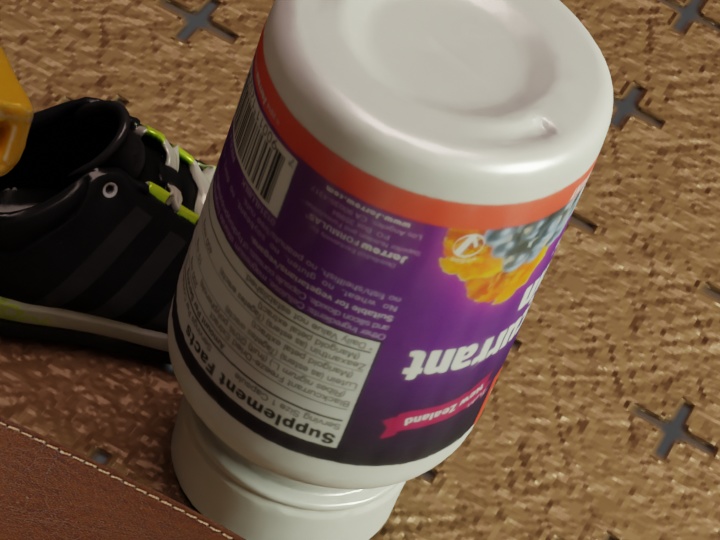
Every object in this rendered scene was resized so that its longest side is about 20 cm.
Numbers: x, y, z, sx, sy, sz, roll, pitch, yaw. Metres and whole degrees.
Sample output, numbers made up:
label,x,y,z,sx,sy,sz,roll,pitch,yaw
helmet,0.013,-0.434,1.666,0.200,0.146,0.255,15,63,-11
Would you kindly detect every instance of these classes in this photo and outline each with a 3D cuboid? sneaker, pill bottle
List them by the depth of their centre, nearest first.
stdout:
label,x,y,z,sx,sy,sz,roll,pitch,yaw
pill bottle,0.000,0.000,0.938,0.111,0.200,0.112,12,43,-11
sneaker,-0.080,-0.018,1.012,0.199,0.083,0.072,2,45,-21

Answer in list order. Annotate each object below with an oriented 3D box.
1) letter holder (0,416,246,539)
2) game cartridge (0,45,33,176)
label,x,y,z,sx,sy,sz,roll,pitch,yaw
letter holder,-0.134,0.119,0.827,0.199,0.101,0.142,23,44,2
game cartridge,-0.218,-0.102,0.977,0.176,0.033,0.200,9,25,-27
